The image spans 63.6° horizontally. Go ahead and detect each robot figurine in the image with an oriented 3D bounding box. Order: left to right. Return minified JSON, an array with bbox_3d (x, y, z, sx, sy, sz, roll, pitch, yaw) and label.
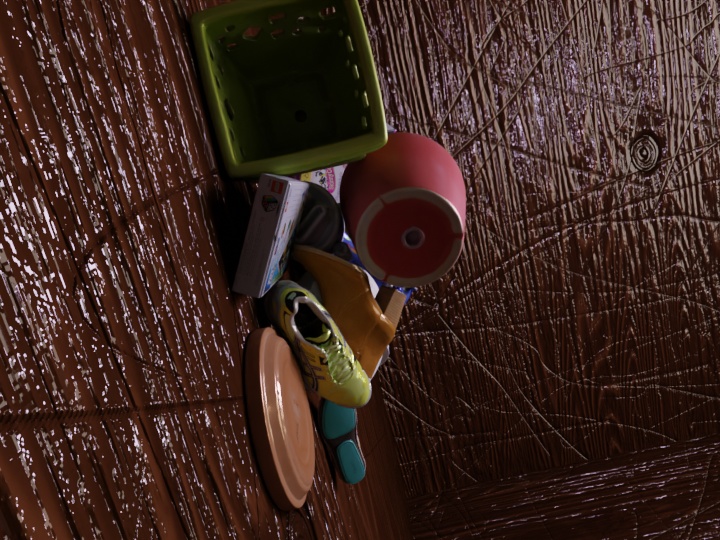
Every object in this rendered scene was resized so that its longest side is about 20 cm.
[{"bbox_3d":[-0.082,-0.069,0.892,0.170,0.113,0.200,42,-2,3],"label":"robot figurine"}]

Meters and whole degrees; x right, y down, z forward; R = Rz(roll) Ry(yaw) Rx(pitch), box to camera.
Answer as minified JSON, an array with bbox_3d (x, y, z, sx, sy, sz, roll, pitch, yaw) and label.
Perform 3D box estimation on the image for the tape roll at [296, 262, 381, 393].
[{"bbox_3d":[-0.033,0.087,0.869,0.202,0.037,0.204,2,87,-51],"label":"tape roll"}]

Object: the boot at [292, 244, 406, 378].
[{"bbox_3d":[-0.033,0.063,0.792,0.071,0.201,0.144,16,-101,60],"label":"boot"}]

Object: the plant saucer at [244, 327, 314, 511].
[{"bbox_3d":[-0.084,0.162,0.654,0.200,0.032,0.201,-12,90,-87],"label":"plant saucer"}]

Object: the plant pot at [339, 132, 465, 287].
[{"bbox_3d":[0.065,-0.077,0.823,0.177,0.200,0.201,-90,167,-65],"label":"plant pot"}]

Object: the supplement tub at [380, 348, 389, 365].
[{"bbox_3d":[-0.015,0.102,1.248,0.145,0.145,0.200,75,3,-49],"label":"supplement tub"}]

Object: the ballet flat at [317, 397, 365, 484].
[{"bbox_3d":[-0.039,0.266,0.973,0.067,0.068,0.201,-141,-140,-62],"label":"ballet flat"}]

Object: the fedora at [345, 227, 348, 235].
[{"bbox_3d":[-0.013,-0.055,1.138,0.201,0.082,0.201,162,-90,-83],"label":"fedora"}]

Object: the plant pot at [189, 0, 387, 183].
[{"bbox_3d":[-0.086,-0.221,0.753,0.181,0.198,0.201,179,-102,-86],"label":"plant pot"}]

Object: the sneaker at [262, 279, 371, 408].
[{"bbox_3d":[-0.050,0.102,0.728,0.200,0.075,0.076,53,-15,-19],"label":"sneaker"}]

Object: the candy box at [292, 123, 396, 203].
[{"bbox_3d":[-0.040,-0.189,1.026,0.061,0.200,0.137,44,-44,34],"label":"candy box"}]

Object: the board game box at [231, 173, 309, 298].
[{"bbox_3d":[-0.101,-0.048,0.690,0.200,0.034,0.127,-88,-167,-82],"label":"board game box"}]

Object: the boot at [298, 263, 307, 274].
[{"bbox_3d":[-0.099,-0.028,1.176,0.200,0.072,0.167,-101,-170,-56],"label":"boot"}]

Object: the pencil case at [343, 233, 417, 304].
[{"bbox_3d":[0.000,0.000,1.007,0.200,0.078,0.087,39,-22,22],"label":"pencil case"}]
